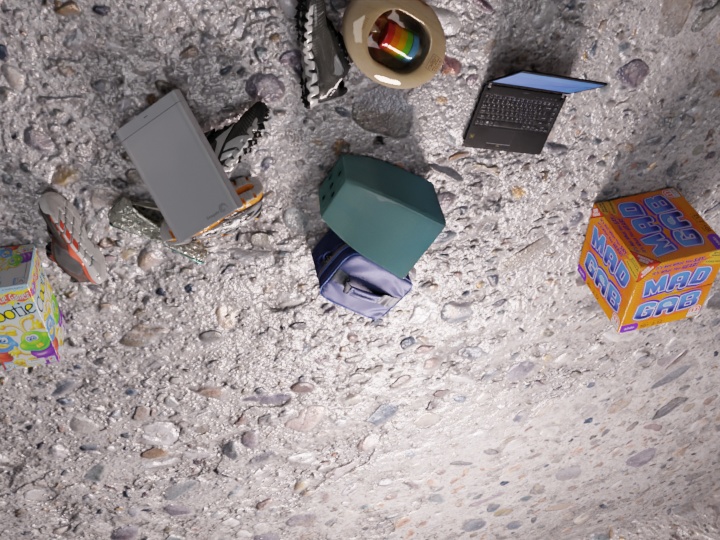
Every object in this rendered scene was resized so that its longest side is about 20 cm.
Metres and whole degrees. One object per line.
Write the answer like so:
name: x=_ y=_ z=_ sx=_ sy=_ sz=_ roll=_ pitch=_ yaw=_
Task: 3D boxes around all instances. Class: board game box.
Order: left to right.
board game box: x=-0.613 y=0.068 z=1.205 sx=0.100 sy=0.106 sz=0.203 roll=-8 pitch=135 yaw=-10
board game box: x=0.619 y=-0.022 z=1.449 sx=0.195 sy=0.202 sz=0.203 roll=-11 pitch=135 yaw=-8

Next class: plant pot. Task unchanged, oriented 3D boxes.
plant pot: x=0.029 y=-0.114 z=1.224 sx=0.197 sy=0.143 sz=0.142 roll=25 pitch=122 yaw=-25

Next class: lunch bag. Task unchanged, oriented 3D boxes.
lunch bag: x=0.000 y=0.000 z=1.320 sx=0.197 sy=0.134 sz=0.136 roll=23 pitch=122 yaw=-34

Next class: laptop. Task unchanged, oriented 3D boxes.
laptop: x=0.302 y=-0.273 z=1.185 sx=0.173 sy=0.105 sz=0.203 roll=2 pitch=131 yaw=-19

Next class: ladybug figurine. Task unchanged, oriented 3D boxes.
ladybug figurine: x=0.049 y=-0.359 z=1.034 sx=0.197 sy=0.072 sz=0.137 roll=18 pitch=111 yaw=-38

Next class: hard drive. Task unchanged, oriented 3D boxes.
hard drive: x=-0.287 y=-0.161 z=1.062 sx=0.130 sy=0.027 sz=0.203 roll=-25 pitch=100 yaw=21

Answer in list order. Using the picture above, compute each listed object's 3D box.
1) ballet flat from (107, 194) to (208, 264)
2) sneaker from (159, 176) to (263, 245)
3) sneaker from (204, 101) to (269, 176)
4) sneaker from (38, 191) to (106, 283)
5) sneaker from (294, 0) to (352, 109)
ballet flat: x=-0.347 y=-0.074 z=1.190 sx=0.197 sy=0.073 sz=0.072 roll=25 pitch=121 yaw=-35
sneaker: x=-0.255 y=-0.089 z=1.179 sx=0.196 sy=0.079 sz=0.078 roll=-25 pitch=148 yaw=-15
sneaker: x=-0.230 y=-0.202 z=1.094 sx=0.090 sy=0.067 sz=0.201 roll=36 pitch=102 yaw=-8
sneaker: x=-0.516 y=-0.043 z=1.158 sx=0.080 sy=0.078 sz=0.203 roll=-11 pitch=134 yaw=2
sneaker: x=-0.052 y=-0.347 z=1.032 sx=0.088 sy=0.067 sz=0.203 roll=-11 pitch=138 yaw=-11
